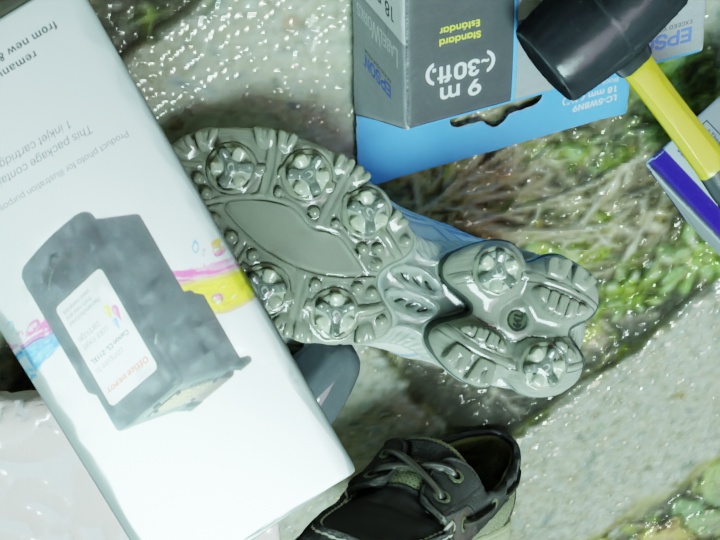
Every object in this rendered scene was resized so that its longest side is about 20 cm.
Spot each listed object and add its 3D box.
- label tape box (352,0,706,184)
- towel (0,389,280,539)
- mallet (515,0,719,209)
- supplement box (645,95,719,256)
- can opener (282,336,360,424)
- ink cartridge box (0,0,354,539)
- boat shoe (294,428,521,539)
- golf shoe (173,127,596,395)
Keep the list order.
[{"bbox_3d":[0.071,-0.118,0.899,0.143,0.063,0.201,-16,129,-18],"label":"label tape box"},{"bbox_3d":[-0.130,0.132,0.935,0.198,0.032,0.193,-4,120,-1],"label":"towel"},{"bbox_3d":[0.148,-0.055,0.886,0.200,0.041,0.066,41,95,-25],"label":"mallet"},{"bbox_3d":[0.244,-0.072,0.989,0.200,0.103,0.101,-44,158,5],"label":"supplement box"},{"bbox_3d":[-0.088,0.086,0.958,0.200,0.067,0.053,-41,133,3],"label":"can opener"},{"bbox_3d":[-0.094,-0.005,0.783,0.082,0.146,0.201,-31,106,-5],"label":"ink cartridge box"},{"bbox_3d":[0.024,0.108,1.008,0.200,0.073,0.065,-9,116,-70],"label":"boat shoe"},{"bbox_3d":[0.000,0.000,0.930,0.199,0.097,0.079,25,87,-12],"label":"golf shoe"}]
